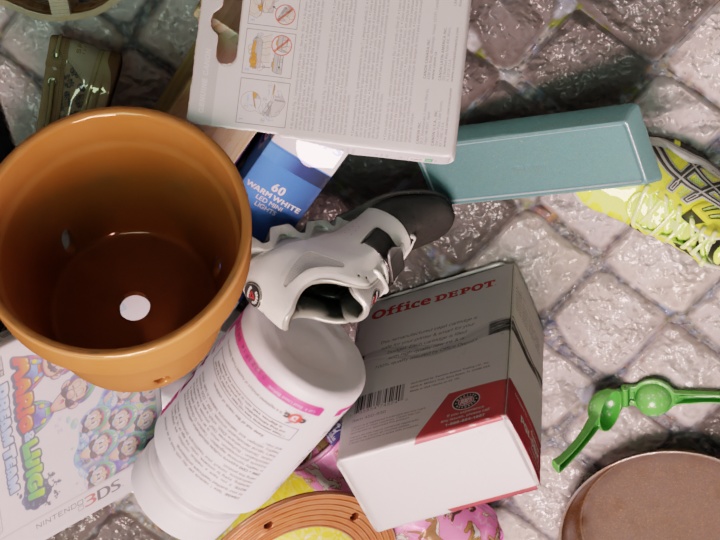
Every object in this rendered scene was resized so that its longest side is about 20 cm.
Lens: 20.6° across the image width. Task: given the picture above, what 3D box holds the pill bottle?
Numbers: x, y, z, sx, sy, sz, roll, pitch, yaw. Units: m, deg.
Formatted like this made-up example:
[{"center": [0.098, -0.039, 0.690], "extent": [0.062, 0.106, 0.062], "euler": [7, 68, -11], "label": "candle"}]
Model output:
[{"center": [-0.095, 0.122, 1.585], "extent": [0.113, 0.114, 0.200], "euler": [33, 120, -13], "label": "pill bottle"}]

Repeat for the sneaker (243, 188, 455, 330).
[{"center": [0.000, 0.000, 1.539], "extent": [0.199, 0.089, 0.074], "euler": [-19, 147, -27], "label": "sneaker"}]

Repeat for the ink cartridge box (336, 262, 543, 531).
[{"center": [0.069, 0.099, 1.596], "extent": [0.146, 0.201, 0.083], "euler": [-17, 122, 19], "label": "ink cartridge box"}]

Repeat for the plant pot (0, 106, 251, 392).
[{"center": [-0.175, 0.001, 1.458], "extent": [0.198, 0.201, 0.140], "euler": [6, 153, 4], "label": "plant pot"}]

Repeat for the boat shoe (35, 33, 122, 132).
[{"center": [-0.248, -0.087, 1.574], "extent": [0.062, 0.073, 0.201], "euler": [20, 96, -9], "label": "boat shoe"}]

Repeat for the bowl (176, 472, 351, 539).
[{"center": [-0.077, 0.270, 1.781], "extent": [0.199, 0.108, 0.201], "euler": [4, 123, 6], "label": "bowl"}]

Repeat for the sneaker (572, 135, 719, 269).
[{"center": [0.261, -0.047, 1.547], "extent": [0.199, 0.077, 0.076], "euler": [15, 125, 1], "label": "sneaker"}]

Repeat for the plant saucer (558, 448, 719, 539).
[{"center": [0.275, 0.231, 1.749], "extent": [0.199, 0.035, 0.201], "euler": [3, 123, 5], "label": "plant saucer"}]

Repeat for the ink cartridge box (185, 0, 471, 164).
[{"center": [-0.020, -0.170, 1.467], "extent": [0.198, 0.050, 0.162], "euler": [7, 85, 1], "label": "ink cartridge box"}]

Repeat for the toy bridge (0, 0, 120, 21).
[{"center": [-0.235, -0.227, 1.531], "extent": [0.198, 0.027, 0.068], "euler": [-3, 123, 10], "label": "toy bridge"}]

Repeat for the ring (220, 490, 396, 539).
[{"center": [-0.060, 0.266, 1.687], "extent": [0.199, 0.019, 0.202], "euler": [-16, 129, -21], "label": "ring"}]

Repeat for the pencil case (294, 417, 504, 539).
[{"center": [0.033, 0.195, 1.734], "extent": [0.200, 0.083, 0.086], "euler": [41, 140, -18], "label": "pencil case"}]

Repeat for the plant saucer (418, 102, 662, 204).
[{"center": [0.132, -0.086, 1.542], "extent": [0.199, 0.019, 0.070], "euler": [-4, 123, 32], "label": "plant saucer"}]

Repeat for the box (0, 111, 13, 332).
[{"center": [-0.342, -0.024, 1.575], "extent": [0.103, 0.200, 0.183], "euler": [-5, 122, 13], "label": "box"}]

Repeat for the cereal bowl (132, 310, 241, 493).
[{"center": [-0.155, 0.098, 1.696], "extent": [0.198, 0.084, 0.201], "euler": [3, 123, 5], "label": "cereal bowl"}]

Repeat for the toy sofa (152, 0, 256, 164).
[{"center": [-0.124, -0.126, 1.547], "extent": [0.097, 0.083, 0.200], "euler": [31, 121, -9], "label": "toy sofa"}]

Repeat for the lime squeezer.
[{"center": [0.238, 0.117, 1.666], "extent": [0.199, 0.071, 0.038], "euler": [-15, 106, -17], "label": "lime squeezer"}]

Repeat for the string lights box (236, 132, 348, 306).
[{"center": [-0.074, -0.066, 1.567], "extent": [0.059, 0.103, 0.200], "euler": [29, 121, -13], "label": "string lights box"}]

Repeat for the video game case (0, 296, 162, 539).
[{"center": [-0.235, 0.117, 1.581], "extent": [0.024, 0.181, 0.201], "euler": [29, 132, 38], "label": "video game case"}]
